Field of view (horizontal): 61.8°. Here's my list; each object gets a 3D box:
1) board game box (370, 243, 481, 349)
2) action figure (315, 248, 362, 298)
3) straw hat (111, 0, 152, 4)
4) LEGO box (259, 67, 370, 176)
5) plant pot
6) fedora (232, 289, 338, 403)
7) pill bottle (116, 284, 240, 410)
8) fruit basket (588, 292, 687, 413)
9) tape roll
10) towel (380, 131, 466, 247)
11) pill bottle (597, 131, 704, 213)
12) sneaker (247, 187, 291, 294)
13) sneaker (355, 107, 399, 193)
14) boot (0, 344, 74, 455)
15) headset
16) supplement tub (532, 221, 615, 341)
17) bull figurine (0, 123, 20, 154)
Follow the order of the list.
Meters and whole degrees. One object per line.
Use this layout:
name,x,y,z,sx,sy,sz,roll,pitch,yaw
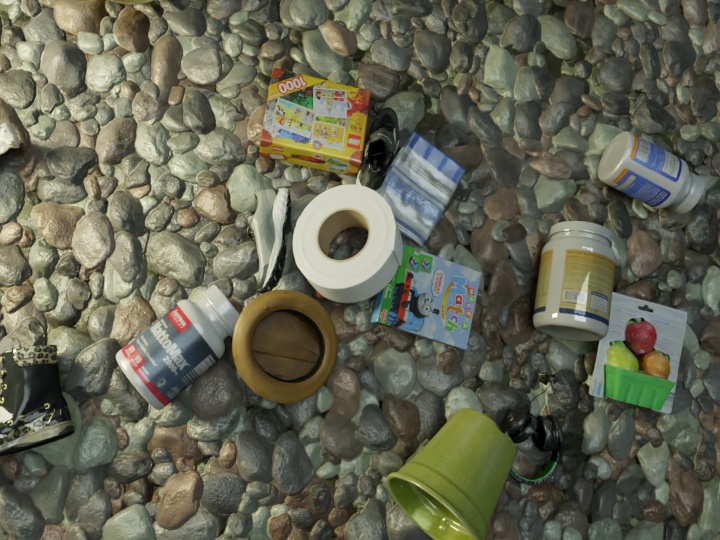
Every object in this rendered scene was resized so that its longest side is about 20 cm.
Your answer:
board game box,0.128,0.050,1.143,0.194,0.036,0.157,18,79,-20
action figure,0.000,0.000,1.145,0.196,0.052,0.067,-30,90,-13
straw hat,-0.449,-0.564,1.147,0.194,0.085,0.209,7,71,-22
LEGO box,-0.088,-0.285,1.167,0.193,0.077,0.155,10,77,-9
plant pot,0.173,0.354,1.046,0.200,0.201,0.185,44,63,0
fedora,-0.137,0.132,1.060,0.194,0.081,0.209,2,85,-26
pill bottle,-0.299,0.123,1.021,0.199,0.120,0.120,-41,88,-16
fruit basket,0.547,0.163,1.189,0.179,0.094,0.207,13,81,-8
tape roll,-0.022,-0.049,1.094,0.195,0.071,0.209,-6,65,13
towel,0.113,-0.166,1.212,0.145,0.024,0.203,34,74,-4
pill bottle,0.618,-0.201,1.276,0.195,0.112,0.115,25,75,-6
sneaker,-0.175,-0.056,1.113,0.076,0.074,0.207,5,72,-1
sneaker,0.043,-0.246,1.169,0.064,0.091,0.206,18,65,-4
boot,-0.577,0.216,0.972,0.197,0.074,0.159,-11,78,-18
headset,0.330,0.296,1.125,0.120,0.094,0.206,18,76,-7
supplement tub,0.418,0.022,1.172,0.140,0.144,0.207,14,76,-8
bull figurine,-0.690,-0.204,1.034,0.193,0.065,0.126,7,74,-9
